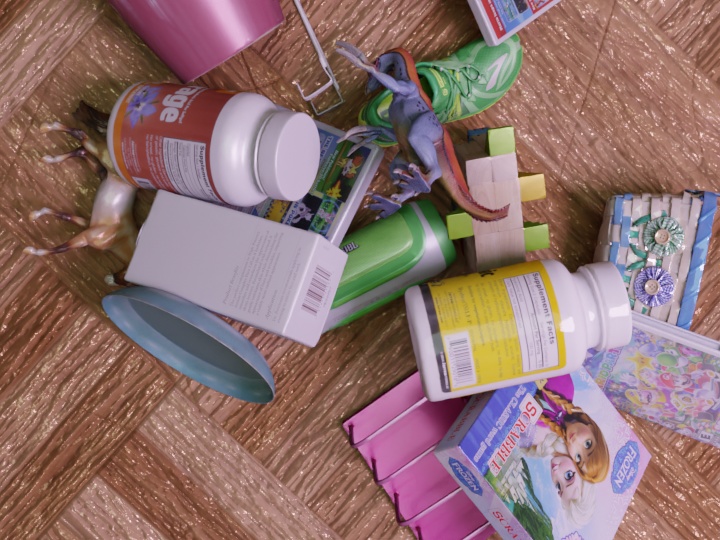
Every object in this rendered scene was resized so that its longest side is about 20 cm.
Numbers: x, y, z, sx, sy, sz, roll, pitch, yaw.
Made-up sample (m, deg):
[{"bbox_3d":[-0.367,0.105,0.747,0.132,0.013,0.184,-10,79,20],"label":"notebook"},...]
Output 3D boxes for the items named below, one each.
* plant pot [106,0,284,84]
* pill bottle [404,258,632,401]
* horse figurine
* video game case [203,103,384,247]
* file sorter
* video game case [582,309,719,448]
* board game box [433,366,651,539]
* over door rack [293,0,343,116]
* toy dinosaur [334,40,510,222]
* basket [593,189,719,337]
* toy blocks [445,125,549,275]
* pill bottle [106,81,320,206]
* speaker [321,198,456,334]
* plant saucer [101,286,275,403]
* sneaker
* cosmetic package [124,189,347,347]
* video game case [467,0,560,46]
[{"bbox_3d":[-0.174,-0.299,0.852,0.199,0.200,0.180,-31,108,-1],"label":"plant pot"},{"bbox_3d":[0.147,0.051,0.802,0.197,0.111,0.113,-11,92,0],"label":"pill bottle"},{"bbox_3d":[-0.284,-0.084,0.912,0.131,0.050,0.203,8,85,-14],"label":"horse figurine"},{"bbox_3d":[-0.093,-0.069,0.890,0.181,0.022,0.202,25,86,26],"label":"video game case"},{"bbox_3d":[0.092,0.218,0.899,0.138,0.125,0.201,-34,93,0],"label":"file sorter"},{"bbox_3d":[0.306,0.107,0.883,0.198,0.144,0.018,21,51,14],"label":"video game case"},{"bbox_3d":[0.192,0.186,0.855,0.200,0.041,0.200,51,51,-9],"label":"board game box"},{"bbox_3d":[-0.047,-0.271,0.871,0.066,0.148,0.202,-13,92,4],"label":"over door rack"},{"bbox_3d":[0.048,-0.138,0.825,0.198,0.105,0.183,23,55,-11],"label":"toy dinosaur"},{"bbox_3d":[0.349,0.002,0.894,0.197,0.139,0.179,8,92,6],"label":"basket"},{"bbox_3d":[0.131,-0.062,0.891,0.099,0.137,0.202,-9,110,-1],"label":"toy blocks"},{"bbox_3d":[-0.146,-0.127,0.853,0.198,0.112,0.114,11,92,24],"label":"pill bottle"},{"bbox_3d":[0.000,0.000,0.910,0.198,0.088,0.089,-27,92,-1],"label":"speaker"},{"bbox_3d":[-0.170,0.073,0.862,0.199,0.200,0.028,30,67,-2],"label":"plant saucer"},{"bbox_3d":[0.091,-0.193,0.908,0.199,0.084,0.075,-30,92,-1],"label":"sneaker"},{"bbox_3d":[-0.124,-0.004,0.833,0.198,0.074,0.103,17,82,27],"label":"cosmetic package"},{"bbox_3d":[0.180,-0.350,0.890,0.199,0.017,0.144,-37,113,-18],"label":"video game case"}]
